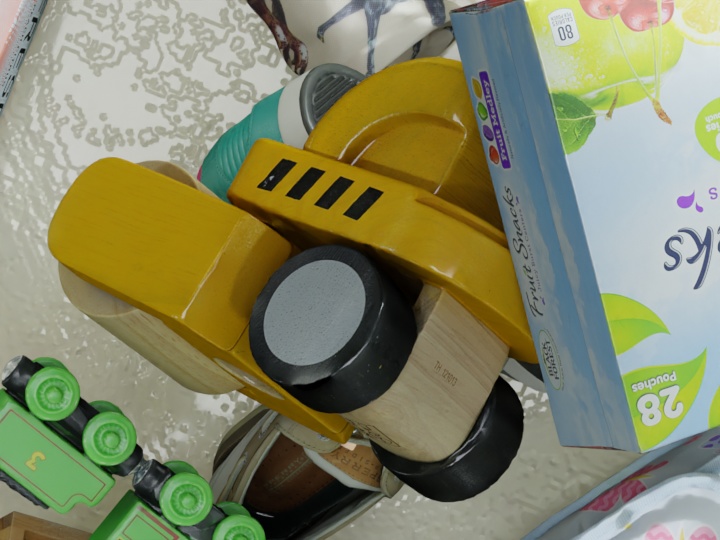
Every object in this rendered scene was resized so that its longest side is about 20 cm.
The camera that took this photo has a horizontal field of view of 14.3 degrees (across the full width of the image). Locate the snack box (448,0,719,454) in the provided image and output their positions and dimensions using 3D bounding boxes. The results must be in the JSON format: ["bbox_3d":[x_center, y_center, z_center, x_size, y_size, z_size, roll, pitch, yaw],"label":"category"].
[{"bbox_3d":[0.150,-0.041,1.051,0.200,0.068,0.169,-17,97,-23],"label":"snack box"}]

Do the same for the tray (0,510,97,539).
[{"bbox_3d":[-0.073,0.178,1.217,0.200,0.037,0.099,20,61,-29],"label":"tray"}]

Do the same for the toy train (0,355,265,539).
[{"bbox_3d":[-0.077,0.111,1.185,0.200,0.042,0.056,40,86,-14],"label":"toy train"}]

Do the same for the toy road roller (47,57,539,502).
[{"bbox_3d":[-0.007,-0.012,1.118,0.200,0.123,0.146,20,76,39],"label":"toy road roller"}]

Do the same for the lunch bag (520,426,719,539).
[{"bbox_3d":[0.163,0.153,1.188,0.200,0.127,0.170,-28,90,-36],"label":"lunch bag"}]

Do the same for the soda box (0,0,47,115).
[{"bbox_3d":[-0.185,-0.100,1.260,0.068,0.064,0.200,23,92,1],"label":"soda box"}]

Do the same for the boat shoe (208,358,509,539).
[{"bbox_3d":[0.003,0.064,1.211,0.075,0.068,0.200,30,128,-15],"label":"boat shoe"}]

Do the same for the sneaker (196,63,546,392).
[{"bbox_3d":[0.000,0.000,1.251,0.121,0.084,0.200,-22,128,38],"label":"sneaker"}]

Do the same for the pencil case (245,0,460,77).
[{"bbox_3d":[-0.040,-0.154,1.247,0.078,0.089,0.200,-39,91,-25],"label":"pencil case"}]
